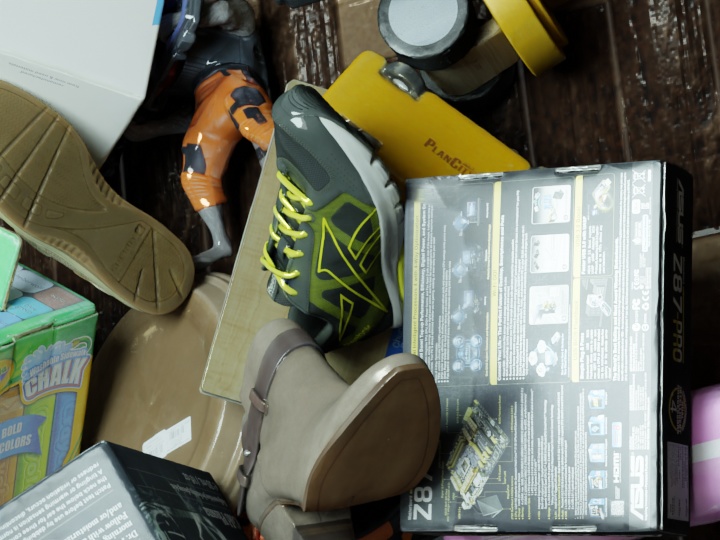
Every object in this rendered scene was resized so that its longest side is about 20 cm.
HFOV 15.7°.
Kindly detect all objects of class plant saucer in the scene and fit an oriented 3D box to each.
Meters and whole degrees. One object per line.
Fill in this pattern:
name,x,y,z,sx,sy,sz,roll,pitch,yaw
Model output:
plant saucer,-0.126,0.094,1.668,0.200,0.029,0.201,-27,53,42

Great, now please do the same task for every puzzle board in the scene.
puzzle board,0.000,0.000,1.594,0.150,0.017,0.201,17,80,-8

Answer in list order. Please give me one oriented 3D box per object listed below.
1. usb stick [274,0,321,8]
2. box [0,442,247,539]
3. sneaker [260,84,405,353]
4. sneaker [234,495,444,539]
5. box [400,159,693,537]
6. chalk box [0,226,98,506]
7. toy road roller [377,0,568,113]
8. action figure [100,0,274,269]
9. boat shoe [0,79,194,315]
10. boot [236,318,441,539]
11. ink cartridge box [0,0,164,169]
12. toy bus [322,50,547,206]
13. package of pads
usb stick,0.041,-0.200,1.517,0.199,0.033,0.056,-15,71,2
box,-0.114,0.217,1.473,0.124,0.200,0.197,-32,75,7
sneaker,-0.020,-0.019,1.496,0.084,0.200,0.074,-33,47,-10
sneaker,-0.039,0.146,1.603,0.199,0.112,0.078,-18,74,27
box,0.101,0.045,1.431,0.160,0.049,0.201,-4,81,28
chalk box,-0.254,0.063,1.646,0.124,0.124,0.201,25,118,32
toy road roller,0.066,-0.206,1.594,0.146,0.123,0.201,-31,69,8
action figure,-0.100,-0.099,1.709,0.200,0.104,0.194,-47,52,50
boat shoe,-0.192,-0.043,1.632,0.071,0.200,0.064,-52,27,-17
boot,-0.023,0.080,1.461,0.201,0.070,0.147,-67,32,35
ink cartridge box,-0.217,-0.131,1.690,0.200,0.125,0.129,131,153,-55
toy bus,0.060,-0.041,1.549,0.200,0.078,0.065,36,64,8
package of pads,0.152,0.116,1.490,0.199,0.120,0.076,-17,80,27
